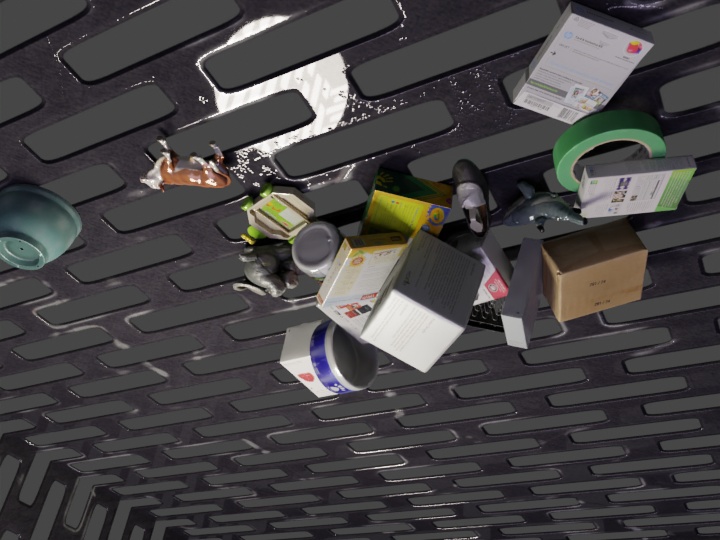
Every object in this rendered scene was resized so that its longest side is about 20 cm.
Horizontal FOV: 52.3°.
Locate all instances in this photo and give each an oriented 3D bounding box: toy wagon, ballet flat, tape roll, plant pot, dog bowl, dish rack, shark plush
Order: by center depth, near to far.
[{"bbox_3d":[0.467,-0.219,1.384,0.200,0.048,0.201,-3,152,-1],"label":"tape roll"},{"bbox_3d":[0.381,-0.108,1.487,0.200,0.083,0.091,26,168,43],"label":"shark plush"},{"bbox_3d":[0.239,-0.142,1.537,0.068,0.069,0.200,-7,139,22],"label":"ballet flat"},{"bbox_3d":[-0.196,-0.120,1.667,0.200,0.040,0.155,-27,130,37],"label":"toy wagon"},{"bbox_3d":[-0.783,-0.088,1.735,0.200,0.134,0.201,5,141,4],"label":"plant pot"},{"bbox_3d":[0.323,0.068,1.798,0.153,0.055,0.200,11,141,-5],"label":"dish rack"},{"bbox_3d":[-0.041,0.221,1.936,0.079,0.200,0.200,-21,133,34],"label":"dog bowl"}]

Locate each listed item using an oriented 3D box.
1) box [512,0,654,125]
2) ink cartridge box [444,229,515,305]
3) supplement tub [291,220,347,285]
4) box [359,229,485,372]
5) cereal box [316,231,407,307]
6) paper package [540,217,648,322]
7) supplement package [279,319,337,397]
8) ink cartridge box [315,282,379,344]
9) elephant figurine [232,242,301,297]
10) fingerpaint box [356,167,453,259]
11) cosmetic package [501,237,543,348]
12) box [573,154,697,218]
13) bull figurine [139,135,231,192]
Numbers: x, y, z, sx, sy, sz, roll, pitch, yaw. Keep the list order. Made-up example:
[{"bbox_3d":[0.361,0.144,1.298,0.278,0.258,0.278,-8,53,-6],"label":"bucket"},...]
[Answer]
[{"bbox_3d":[0.381,-0.350,1.276,0.156,0.041,0.200,16,142,-11],"label":"box"},{"bbox_3d":[0.234,0.005,1.681,0.200,0.086,0.148,-22,117,34],"label":"ink cartridge box"},{"bbox_3d":[-0.061,-0.023,1.672,0.122,0.123,0.200,-10,156,21],"label":"supplement tub"},{"bbox_3d":[0.134,0.066,1.572,0.171,0.200,0.199,29,139,-2],"label":"box"},{"bbox_3d":[0.000,0.000,1.597,0.144,0.040,0.200,-7,144,-33],"label":"cereal box"},{"bbox_3d":[0.504,0.002,1.601,0.200,0.104,0.191,-18,140,0],"label":"paper package"},{"bbox_3d":[-0.113,0.248,2.045,0.121,0.120,0.200,-15,136,28],"label":"supplement package"},{"bbox_3d":[0.020,0.085,1.847,0.175,0.084,0.200,-20,134,31],"label":"ink cartridge box"},{"bbox_3d":[-0.242,0.010,1.775,0.200,0.141,0.155,-14,109,53],"label":"elephant figurine"},{"bbox_3d":[0.092,-0.114,1.595,0.166,0.073,0.200,13,142,-5],"label":"fingerpaint box"},{"bbox_3d":[0.367,0.051,1.634,0.052,0.200,0.151,11,153,21],"label":"cosmetic package"},{"bbox_3d":[0.524,-0.159,1.416,0.199,0.036,0.144,-4,152,4],"label":"box"},{"bbox_3d":[-0.374,-0.219,1.552,0.199,0.065,0.122,3,144,6],"label":"bull figurine"}]
